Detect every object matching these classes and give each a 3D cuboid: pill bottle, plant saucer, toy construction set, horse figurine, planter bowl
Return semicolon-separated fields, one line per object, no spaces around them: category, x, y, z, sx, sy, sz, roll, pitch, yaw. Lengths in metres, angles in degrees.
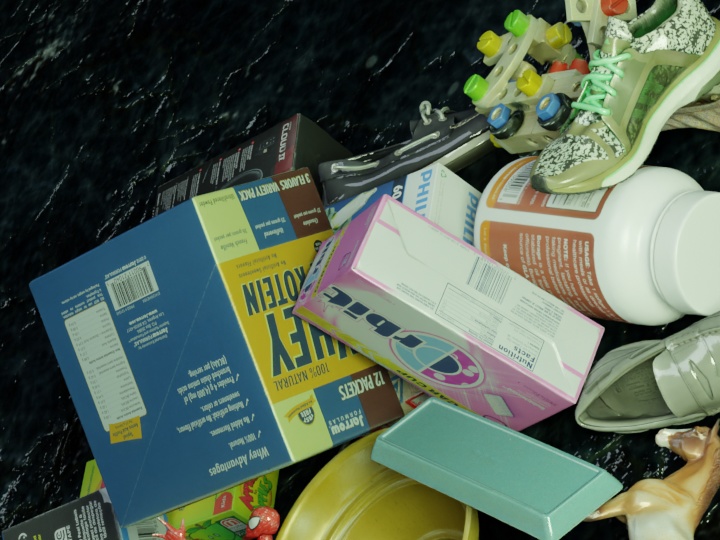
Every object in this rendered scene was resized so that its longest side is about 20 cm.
pill bottle;0.182;-0.020;1.693;0.199;0.112;0.113;10;70;51
plant saucer;0.088;0.131;1.622;0.070;0.019;0.199;-34;30;-25
toy construction set;0.150;-0.152;1.785;0.132;0.092;0.200;-64;13;-19
horse figurine;0.178;0.183;1.552;0.131;0.050;0.201;-5;37;8
planter bowl;0.028;0.219;1.704;0.200;0.083;0.202;-30;42;31

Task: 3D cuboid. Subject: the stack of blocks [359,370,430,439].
stack of blocks;0.051;0.033;1.847;0.115;0.058;0.201;-30;43;30

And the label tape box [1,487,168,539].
label tape box;-0.235;0.271;1.934;0.199;0.063;0.145;-25;73;35

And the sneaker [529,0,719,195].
sneaker;0.178;-0.134;1.662;0.200;0.089;0.077;-46;34;-22

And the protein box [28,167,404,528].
protein box;-0.109;0.059;1.773;0.198;0.134;0.202;-24;86;40

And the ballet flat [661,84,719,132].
ballet flat;0.234;-0.141;1.768;0.199;0.067;0.068;5;62;51

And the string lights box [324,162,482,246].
string lights box;0.000;0.000;1.828;0.199;0.059;0.104;-21;49;40

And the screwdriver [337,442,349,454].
screwdriver;-0.039;0.203;1.848;0.028;0.029;0.201;9;66;52

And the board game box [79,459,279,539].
board game box;-0.154;0.187;1.969;0.199;0.048;0.102;-22;47;37

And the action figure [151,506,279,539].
action figure;-0.125;0.255;1.792;0.201;0.098;0.065;-64;-9;15

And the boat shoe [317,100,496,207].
boat shoe;0.054;-0.105;1.908;0.199;0.073;0.063;-30;82;12

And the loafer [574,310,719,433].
loafer;0.228;0.071;1.595;0.199;0.070;0.070;-24;14;46

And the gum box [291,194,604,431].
gum box;0.066;0.038;1.681;0.113;0.199;0.066;-36;26;61

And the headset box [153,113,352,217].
headset box;-0.092;-0.032;2.047;0.199;0.077;0.150;-24;46;34
